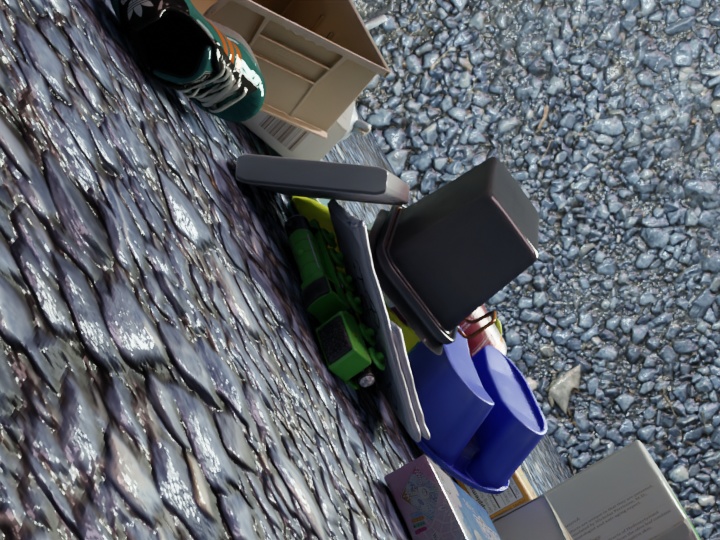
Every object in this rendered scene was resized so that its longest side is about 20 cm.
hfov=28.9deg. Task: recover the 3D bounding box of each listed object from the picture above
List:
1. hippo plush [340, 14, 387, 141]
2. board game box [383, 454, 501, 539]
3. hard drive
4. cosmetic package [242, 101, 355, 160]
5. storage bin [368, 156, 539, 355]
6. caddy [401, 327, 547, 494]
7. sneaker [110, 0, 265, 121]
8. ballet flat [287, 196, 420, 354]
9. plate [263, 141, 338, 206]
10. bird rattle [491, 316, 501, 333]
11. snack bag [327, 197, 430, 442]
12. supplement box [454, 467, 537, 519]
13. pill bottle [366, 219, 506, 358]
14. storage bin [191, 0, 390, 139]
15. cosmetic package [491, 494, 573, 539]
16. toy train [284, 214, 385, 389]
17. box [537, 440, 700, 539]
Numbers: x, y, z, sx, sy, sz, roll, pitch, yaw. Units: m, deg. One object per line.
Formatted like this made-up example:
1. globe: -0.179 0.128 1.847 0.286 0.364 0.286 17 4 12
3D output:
1. hippo plush: -0.069 -0.239 1.757 0.200 0.159 0.161 -31 123 -69
2. board game box: 0.104 0.266 1.136 0.199 0.043 0.200 63 7 28
3. hard drive: -0.029 -0.081 1.287 0.200 0.131 0.027 4 92 -83
4. cosmetic package: -0.061 -0.190 1.465 0.102 0.074 0.200 40 26 -16
5. storage bin: 0.105 -0.020 1.364 0.146 0.134 0.200 52 17 -10
6. caddy: 0.098 0.140 1.399 0.141 0.105 0.200 33 18 -22
7. sneaker: -0.133 -0.163 1.096 0.200 0.071 0.080 44 21 -52
8. ballet flat: 0.000 0.000 1.388 0.200 0.067 0.067 62 8 13
9. plate: -0.071 -0.117 1.540 0.200 0.026 0.200 59 6 -10
10. bird rattle: 0.156 0.169 1.911 0.163 0.112 0.200 -92 168 -51
11. snack bag: 0.013 0.035 1.232 0.189 0.021 0.201 -130 -156 -78
12. supplement box: 0.163 0.263 1.516 0.200 0.069 0.067 62 6 -1
13. pill bottle: 0.072 0.038 1.574 0.200 0.114 0.114 57 7 -23
14. storage bin: -0.102 -0.245 1.293 0.198 0.094 0.200 21 32 -39
15. cosmetic package: 0.197 0.330 1.384 0.200 0.087 0.103 56 9 -35
16. toy train: -0.028 0.022 1.209 0.056 0.042 0.200 40 18 -41
17. box: 0.330 0.368 1.749 0.199 0.200 0.171 55 6 -29
